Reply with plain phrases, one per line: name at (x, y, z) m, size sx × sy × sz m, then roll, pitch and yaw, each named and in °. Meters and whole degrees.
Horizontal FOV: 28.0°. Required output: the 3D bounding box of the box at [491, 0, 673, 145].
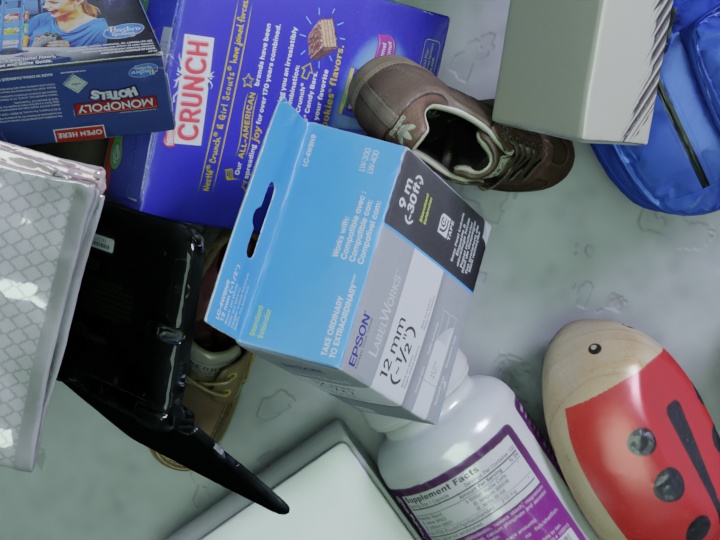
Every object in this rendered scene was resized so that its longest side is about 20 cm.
box at (0.145, -0.182, 0.887) m, size 0.068 × 0.082 × 0.200 m, roll -2°, pitch 105°, yaw -41°

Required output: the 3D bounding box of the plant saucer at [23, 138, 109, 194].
plant saucer at (-0.173, -0.150, 0.983) m, size 0.200 × 0.032 × 0.201 m, roll 1°, pitch 86°, yaw -14°

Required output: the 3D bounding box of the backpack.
backpack at (0.246, -0.133, 0.964) m, size 0.200 × 0.168 × 0.163 m, roll -26°, pitch 92°, yaw 5°

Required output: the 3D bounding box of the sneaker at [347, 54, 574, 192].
sneaker at (0.077, -0.077, 0.952) m, size 0.200 × 0.076 × 0.070 m, roll 14°, pitch 122°, yaw -39°

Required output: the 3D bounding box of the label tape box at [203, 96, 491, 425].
label tape box at (0.000, 0.000, 0.889) m, size 0.066 × 0.200 × 0.144 m, roll 10°, pitch 76°, yaw 30°

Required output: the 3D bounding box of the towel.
towel at (-0.259, 0.013, 0.823) m, size 0.191 × 0.032 × 0.200 m, roll 13°, pitch 108°, yaw -13°

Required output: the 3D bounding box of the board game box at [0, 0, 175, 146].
board game box at (-0.218, -0.163, 0.884) m, size 0.200 × 0.200 × 0.062 m, roll -6°, pitch 138°, yaw -3°

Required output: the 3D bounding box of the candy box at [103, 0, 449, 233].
candy box at (-0.056, -0.111, 0.954) m, size 0.200 × 0.077 × 0.169 m, roll 8°, pitch 99°, yaw -35°

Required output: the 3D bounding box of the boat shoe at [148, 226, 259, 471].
boat shoe at (-0.110, 0.053, 1.019) m, size 0.074 × 0.066 × 0.200 m, roll 14°, pitch 99°, yaw -6°

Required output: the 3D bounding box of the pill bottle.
pill bottle at (0.082, 0.146, 1.022) m, size 0.112 × 0.112 × 0.200 m, roll -34°, pitch 98°, yaw 2°

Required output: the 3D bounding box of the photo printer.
photo printer at (-0.049, 0.229, 1.048) m, size 0.200 × 0.069 × 0.167 m, roll -34°, pitch 99°, yaw 2°

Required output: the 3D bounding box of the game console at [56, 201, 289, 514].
game console at (-0.130, 0.048, 0.926) m, size 0.116 × 0.200 × 0.176 m, roll 5°, pitch 96°, yaw -40°

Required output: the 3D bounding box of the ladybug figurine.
ladybug figurine at (0.202, 0.123, 1.015) m, size 0.136 × 0.072 × 0.200 m, roll -33°, pitch 98°, yaw -42°
